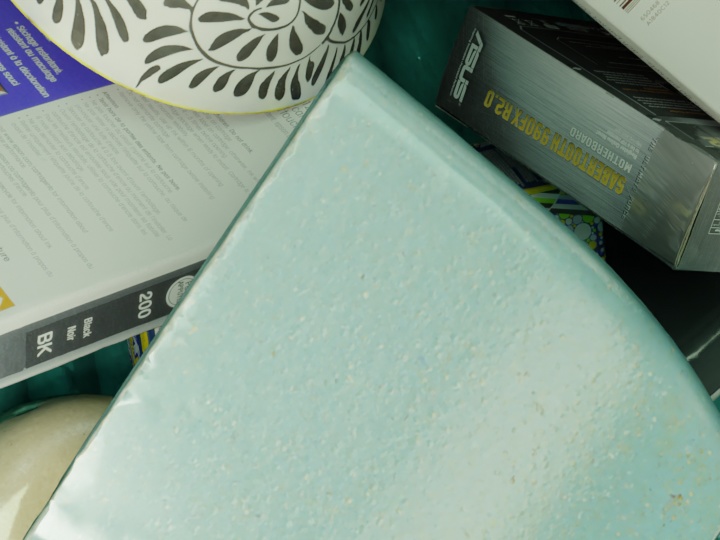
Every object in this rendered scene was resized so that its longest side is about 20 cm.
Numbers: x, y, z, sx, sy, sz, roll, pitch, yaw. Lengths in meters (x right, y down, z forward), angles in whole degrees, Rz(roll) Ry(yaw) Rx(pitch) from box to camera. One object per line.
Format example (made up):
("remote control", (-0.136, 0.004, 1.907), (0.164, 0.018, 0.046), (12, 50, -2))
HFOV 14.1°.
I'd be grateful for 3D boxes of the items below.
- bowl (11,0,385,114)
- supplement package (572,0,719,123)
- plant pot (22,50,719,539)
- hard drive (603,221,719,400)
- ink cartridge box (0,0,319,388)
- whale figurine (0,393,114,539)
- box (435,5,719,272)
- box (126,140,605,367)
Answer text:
("bowl", (-0.055, -0.171, 1.165), (0.201, 0.094, 0.201), (16, 55, -25))
("supplement package", (0.117, -0.189, 1.168), (0.191, 0.200, 0.147), (39, 103, -20))
("plant pot", (0.021, 0.061, 1.028), (0.200, 0.196, 0.196), (33, 90, -3))
("hard drive", (0.089, 0.044, 1.243), (0.200, 0.140, 0.033), (-40, 118, -14))
("ink cartridge box", (-0.121, -0.055, 1.178), (0.200, 0.043, 0.198), (-21, 52, -30))
("whale figurine", (-0.114, 0.149, 1.218), (0.159, 0.104, 0.200), (-27, 106, -31))
("box", (0.156, -0.051, 1.213), (0.200, 0.158, 0.048), (2, 116, -41))
("box", (0.000, 0.000, 1.222), (0.200, 0.064, 0.070), (-12, 114, -11))
